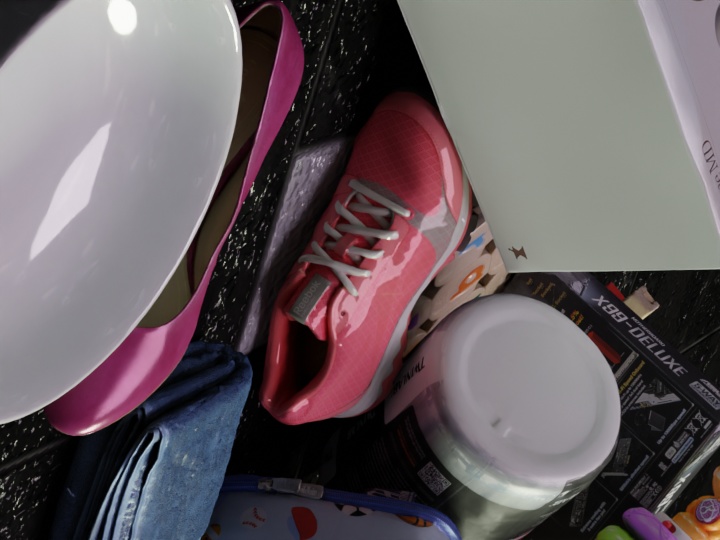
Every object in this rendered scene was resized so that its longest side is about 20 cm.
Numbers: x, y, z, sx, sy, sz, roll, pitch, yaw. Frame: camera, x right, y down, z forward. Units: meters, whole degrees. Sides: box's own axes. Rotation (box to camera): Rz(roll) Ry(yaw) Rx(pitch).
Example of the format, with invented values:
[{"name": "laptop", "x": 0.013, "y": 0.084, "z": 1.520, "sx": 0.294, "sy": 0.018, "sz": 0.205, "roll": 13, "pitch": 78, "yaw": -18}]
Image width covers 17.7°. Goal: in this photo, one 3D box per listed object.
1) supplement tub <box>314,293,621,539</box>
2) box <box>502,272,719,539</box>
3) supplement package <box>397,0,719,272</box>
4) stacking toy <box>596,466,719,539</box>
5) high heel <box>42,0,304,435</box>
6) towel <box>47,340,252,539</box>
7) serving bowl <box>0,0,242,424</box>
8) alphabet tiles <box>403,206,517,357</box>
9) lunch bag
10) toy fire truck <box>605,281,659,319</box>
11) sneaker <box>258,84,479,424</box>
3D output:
[{"name": "supplement tub", "x": 0.053, "y": 0.108, "z": 1.332, "sx": 0.122, "sy": 0.123, "sz": 0.200, "roll": -42, "pitch": 177, "yaw": -39}, {"name": "box", "x": 0.115, "y": 0.112, "z": 1.433, "sx": 0.200, "sy": 0.158, "sz": 0.050, "roll": -55, "pitch": 160, "yaw": 21}, {"name": "supplement package", "x": 0.151, "y": -0.130, "z": 1.200, "sx": 0.200, "sy": 0.147, "sz": 0.192, "roll": -44, "pitch": 120, "yaw": -39}, {"name": "stacking toy", "x": 0.166, "y": 0.183, "z": 1.353, "sx": 0.200, "sy": 0.116, "sz": 0.110, "roll": -43, "pitch": 131, "yaw": -1}, {"name": "high heel", "x": -0.081, "y": -0.025, "z": 1.000, "sx": 0.200, "sy": 0.067, "sz": 0.096, "roll": -58, "pitch": 177, "yaw": -20}, {"name": "towel", "x": -0.113, "y": 0.135, "z": 1.168, "sx": 0.112, "sy": 0.048, "sz": 0.201, "roll": -21, "pitch": 135, "yaw": -59}, {"name": "serving bowl", "x": -0.131, "y": -0.042, "z": 0.901, "sx": 0.200, "sy": 0.066, "sz": 0.200, "roll": -47, "pitch": 154, "yaw": -32}, {"name": "alphabet tiles", "x": 0.071, "y": 0.013, "z": 1.411, "sx": 0.195, "sy": 0.015, "sz": 0.200, "roll": -37, "pitch": 157, "yaw": -22}, {"name": "lunch bag", "x": -0.023, "y": 0.189, "z": 1.297, "sx": 0.200, "sy": 0.160, "sz": 0.076, "roll": 86, "pitch": 15, "yaw": -51}, {"name": "toy fire truck", "x": 0.155, "y": 0.049, "z": 1.563, "sx": 0.141, "sy": 0.049, "sz": 0.200, "roll": -36, "pitch": 176, "yaw": -21}, {"name": "sneaker", "x": 0.000, "y": 0.000, "z": 1.223, "sx": 0.087, "sy": 0.074, "sz": 0.201, "roll": -21, "pitch": 135, "yaw": -56}]
